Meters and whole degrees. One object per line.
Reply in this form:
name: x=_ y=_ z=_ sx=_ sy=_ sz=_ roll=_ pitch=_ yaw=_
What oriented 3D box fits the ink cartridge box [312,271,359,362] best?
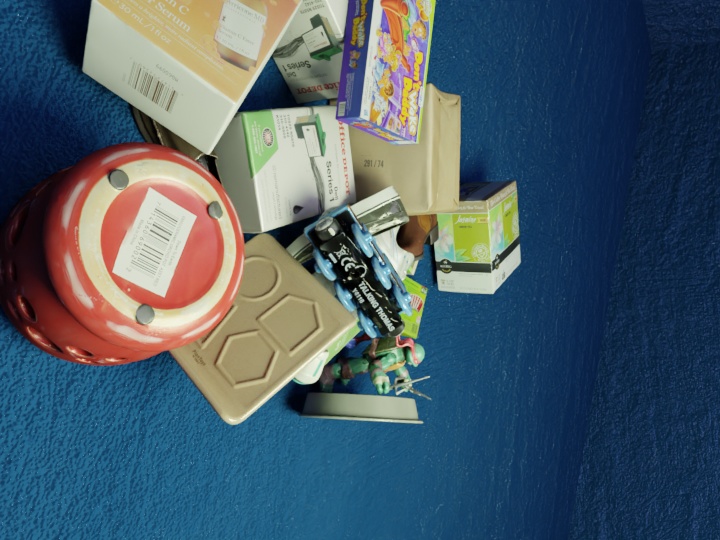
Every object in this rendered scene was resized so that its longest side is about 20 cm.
ink cartridge box: x=-0.070 y=0.078 z=0.802 sx=0.200 sy=0.103 sz=0.060 roll=-40 pitch=159 yaw=-43

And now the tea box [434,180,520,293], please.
tea box: x=0.257 y=-0.079 z=1.187 sx=0.199 sy=0.131 sz=0.201 roll=-33 pitch=119 yaw=-52

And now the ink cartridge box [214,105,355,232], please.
ink cartridge box: x=-0.100 y=-0.148 z=0.750 sx=0.199 sy=0.083 sz=0.149 roll=-25 pitch=114 yaw=-48

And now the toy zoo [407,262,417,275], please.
toy zoo: x=0.071 y=-0.097 z=1.044 sx=0.200 sy=0.020 sz=0.133 roll=44 pitch=60 yaw=-46

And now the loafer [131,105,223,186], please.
loafer: x=-0.200 y=-0.146 z=0.641 sx=0.073 sy=0.070 sz=0.203 roll=-41 pitch=124 yaw=-41

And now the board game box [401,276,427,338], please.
board game box: x=0.050 y=0.053 z=1.011 sx=0.199 sy=0.047 sz=0.104 roll=29 pitch=71 yaw=-50

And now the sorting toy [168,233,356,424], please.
sorting toy: x=-0.132 y=0.061 z=0.657 sx=0.199 sy=0.185 sz=0.037 roll=-36 pitch=155 yaw=-28

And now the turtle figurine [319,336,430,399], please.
turtle figurine: x=0.038 y=0.158 z=0.874 sx=0.149 sy=0.197 sz=0.103 roll=26 pitch=58 yaw=-55

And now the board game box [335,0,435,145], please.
board game box: x=0.037 y=-0.286 z=0.722 sx=0.133 sy=0.044 sz=0.205 roll=5 pitch=92 yaw=-51

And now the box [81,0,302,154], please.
box: x=-0.170 y=-0.261 z=0.579 sx=0.151 sy=0.106 sz=0.203 roll=32 pitch=59 yaw=-19

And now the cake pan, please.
cake pan: x=0.001 y=0.216 z=0.848 sx=0.199 sy=0.197 sz=0.038 roll=22 pitch=67 yaw=-51

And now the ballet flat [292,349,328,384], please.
ballet flat: x=-0.088 y=0.054 z=0.723 sx=0.068 sy=0.202 sz=0.070 roll=-18 pitch=143 yaw=-14

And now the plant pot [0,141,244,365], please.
plant pot: x=-0.219 y=-0.011 z=0.517 sx=0.198 sy=0.180 sz=0.205 roll=8 pitch=79 yaw=-45

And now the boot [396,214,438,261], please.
boot: x=0.087 y=-0.129 z=0.990 sx=0.187 sy=0.067 sz=0.204 roll=-33 pitch=119 yaw=-45

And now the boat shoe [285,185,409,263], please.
boat shoe: x=-0.023 y=-0.049 z=0.796 sx=0.065 sy=0.197 sz=0.071 roll=62 pitch=10 yaw=2

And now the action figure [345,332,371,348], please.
action figure: x=-0.060 y=0.113 z=0.862 sx=0.198 sy=0.065 sz=0.053 roll=-19 pitch=126 yaw=-49

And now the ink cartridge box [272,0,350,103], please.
ink cartridge box: x=-0.063 y=-0.342 z=0.739 sx=0.085 sy=0.144 sz=0.202 roll=-56 pitch=133 yaw=-30

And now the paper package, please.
paper package: x=0.051 y=-0.184 z=0.864 sx=0.103 sy=0.197 sz=0.195 roll=-9 pitch=100 yaw=-53

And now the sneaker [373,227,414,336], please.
sneaker: x=0.051 y=0.008 z=0.888 sx=0.085 sy=0.075 sz=0.204 roll=-11 pitch=102 yaw=-13

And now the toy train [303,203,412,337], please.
toy train: x=0.000 y=0.000 z=0.726 sx=0.201 sy=0.086 sz=0.115 roll=55 pitch=11 yaw=-28
